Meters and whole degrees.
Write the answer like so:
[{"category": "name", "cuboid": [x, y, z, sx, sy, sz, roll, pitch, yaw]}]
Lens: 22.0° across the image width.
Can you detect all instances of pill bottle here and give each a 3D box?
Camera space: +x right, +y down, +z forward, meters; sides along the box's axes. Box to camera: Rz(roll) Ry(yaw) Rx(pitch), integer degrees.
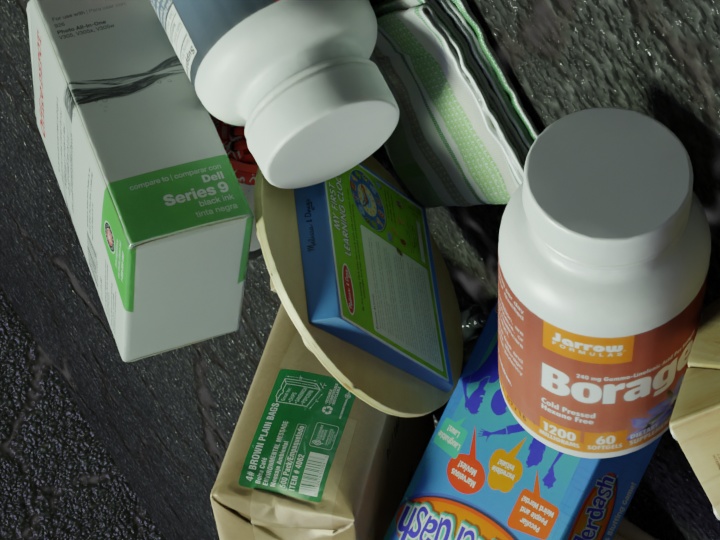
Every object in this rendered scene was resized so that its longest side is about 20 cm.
[{"category": "pill bottle", "cuboid": [0.129, 0.008, 0.996, 0.112, 0.112, 0.200, 45, 160, 29]}, {"category": "pill bottle", "cuboid": [-0.058, -0.157, 1.122, 0.201, 0.119, 0.120, 62, 165, 20]}]

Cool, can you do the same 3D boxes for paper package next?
[{"category": "paper package", "cuboid": [-0.020, 0.138, 1.296, 0.103, 0.201, 0.191, 8, 140, 14]}]

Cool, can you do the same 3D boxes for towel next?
[{"category": "towel", "cuboid": [0.043, -0.101, 1.159, 0.150, 0.031, 0.200, 60, 162, -10]}]

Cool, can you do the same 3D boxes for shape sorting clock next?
[{"category": "shape sorting clock", "cuboid": [0.000, 0.000, 1.176, 0.039, 0.200, 0.201, -25, 102, 27]}]

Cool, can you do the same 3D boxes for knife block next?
[{"category": "knife block", "cuboid": [0.243, 0.050, 0.887, 0.064, 0.175, 0.200, 60, -154, -12]}]

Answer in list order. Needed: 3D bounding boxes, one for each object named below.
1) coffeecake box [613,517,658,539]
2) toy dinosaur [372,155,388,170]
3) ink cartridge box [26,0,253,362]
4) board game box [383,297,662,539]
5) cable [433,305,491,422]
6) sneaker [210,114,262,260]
[{"category": "coffeecake box", "cuboid": [0.129, 0.206, 1.321, 0.153, 0.073, 0.200, 33, 164, -9]}, {"category": "toy dinosaur", "cuboid": [-0.035, -0.075, 1.315, 0.200, 0.102, 0.136, 53, -165, -67]}, {"category": "ink cartridge box", "cuboid": [-0.143, -0.068, 1.183, 0.146, 0.084, 0.201, 104, 146, -59]}, {"category": "board game box", "cuboid": [0.101, 0.132, 1.165, 0.045, 0.201, 0.152, 23, -177, -36]}, {"category": "cable", "cuboid": [0.108, 0.099, 1.329, 0.163, 0.051, 0.200, 51, 160, -2]}, {"category": "sneaker", "cuboid": [-0.072, -0.116, 1.238, 0.108, 0.067, 0.203, 137, 138, -66]}]
